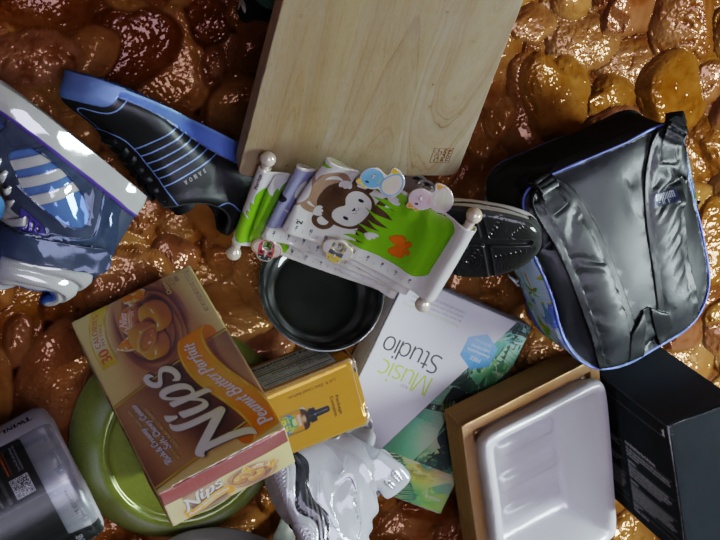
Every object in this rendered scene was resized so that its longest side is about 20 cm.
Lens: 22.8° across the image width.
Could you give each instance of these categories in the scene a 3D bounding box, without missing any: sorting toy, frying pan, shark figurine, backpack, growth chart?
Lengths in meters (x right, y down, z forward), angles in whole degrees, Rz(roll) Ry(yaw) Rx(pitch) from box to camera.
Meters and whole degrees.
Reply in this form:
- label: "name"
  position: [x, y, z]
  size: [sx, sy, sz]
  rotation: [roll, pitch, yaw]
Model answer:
- label: "sorting toy"
  position: [0.006, -0.172, 1.459]
  size: [0.197, 0.070, 0.201]
  rotation: [-1, 139, -20]
- label: "frying pan"
  position: [-0.014, -0.010, 1.586]
  size: [0.115, 0.031, 0.190]
  rotation: [40, 66, -1]
- label: "shark figurine"
  position: [-0.112, 0.260, 1.590]
  size: [0.213, 0.089, 0.129]
  rotation: [16, 75, -23]
- label: "backpack"
  position: [0.216, -0.027, 1.609]
  size: [0.182, 0.147, 0.201]
  rotation: [-24, 109, -13]
- label: "growth chart"
  position: [-0.007, -0.036, 1.492]
  size: [0.198, 0.018, 0.145]
  rotation: [17, 134, 0]

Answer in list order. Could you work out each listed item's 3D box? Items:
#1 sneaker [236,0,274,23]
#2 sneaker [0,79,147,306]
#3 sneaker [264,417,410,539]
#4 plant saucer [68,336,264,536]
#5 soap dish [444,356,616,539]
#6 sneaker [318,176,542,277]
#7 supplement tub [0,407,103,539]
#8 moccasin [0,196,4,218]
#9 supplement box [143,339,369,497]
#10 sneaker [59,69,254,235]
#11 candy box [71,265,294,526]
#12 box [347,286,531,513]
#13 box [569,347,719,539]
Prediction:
- label: "sneaker"
  position: [-0.016, -0.212, 1.516]
  size: [0.199, 0.072, 0.080]
  rotation: [22, 122, -32]
- label: "sneaker"
  position: [-0.284, -0.057, 1.449]
  size: [0.200, 0.081, 0.147]
  rotation: [39, 89, -29]
- label: "sneaker"
  position: [-0.002, 0.230, 1.592]
  size: [0.114, 0.075, 0.201]
  rotation: [-26, 97, -16]
- label: "plant saucer"
  position: [-0.159, 0.150, 1.588]
  size: [0.198, 0.031, 0.202]
  rotation: [-6, 108, -18]
- label: "soap dish"
  position: [0.158, 0.187, 1.666]
  size: [0.156, 0.081, 0.201]
  rotation: [-24, 122, -24]
- label: "sneaker"
  position: [0.065, -0.059, 1.541]
  size: [0.199, 0.116, 0.076]
  rotation: [2, 131, 18]
- label: "supplement tub"
  position: [-0.326, 0.211, 1.494]
  size: [0.199, 0.122, 0.123]
  rotation: [-27, 114, -11]
- label: "moccasin"
  position: [-0.361, -0.003, 1.437]
  size: [0.068, 0.080, 0.200]
  rotation: [40, 106, -1]
- label: "supplement box"
  position: [-0.097, 0.129, 1.553]
  size: [0.198, 0.069, 0.067]
  rotation: [-20, 113, -13]
- label: "sneaker"
  position: [-0.169, -0.097, 1.486]
  size: [0.199, 0.070, 0.078]
  rotation: [25, 90, -26]
- label: "candy box"
  position: [-0.149, 0.100, 1.484]
  size: [0.115, 0.201, 0.055]
  rotation: [-27, 143, -9]
- label: "box"
  position: [0.053, 0.112, 1.653]
  size: [0.143, 0.036, 0.201]
  rotation: [22, 99, -25]
- label: "box"
  position: [0.277, 0.157, 1.659]
  size: [0.078, 0.200, 0.142]
  rotation: [-20, 113, -13]
